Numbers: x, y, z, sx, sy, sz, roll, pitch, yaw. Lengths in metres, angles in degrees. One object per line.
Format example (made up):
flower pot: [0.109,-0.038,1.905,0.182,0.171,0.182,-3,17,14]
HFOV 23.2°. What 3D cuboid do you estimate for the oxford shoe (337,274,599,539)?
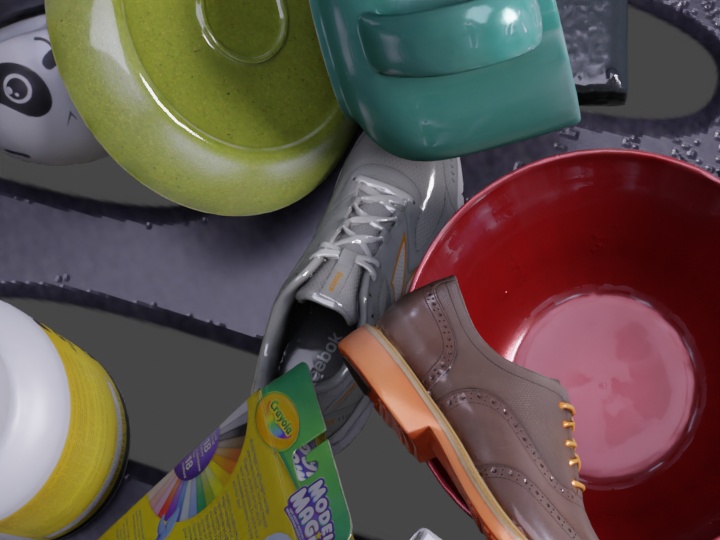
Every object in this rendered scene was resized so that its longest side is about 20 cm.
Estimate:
oxford shoe: [0.076,0.088,0.779,0.073,0.071,0.200,-37,76,-7]

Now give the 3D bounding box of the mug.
mug: [0.033,-0.135,0.847,0.113,0.185,0.154,-14,73,7]

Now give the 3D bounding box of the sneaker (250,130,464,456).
sneaker: [0.000,0.000,0.903,0.075,0.092,0.202,18,80,10]

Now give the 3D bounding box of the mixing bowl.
mixing bowl: [0.121,0.051,0.871,0.198,0.108,0.202,-1,77,6]

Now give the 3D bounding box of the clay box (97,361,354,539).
clay box: [-0.069,0.148,0.838,0.200,0.047,0.115,-42,41,23]

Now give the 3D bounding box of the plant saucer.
plant saucer: [-0.067,-0.130,0.905,0.199,0.031,0.202,9,75,-37]

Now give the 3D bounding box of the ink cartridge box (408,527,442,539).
ink cartridge box: [0.047,0.222,0.795,0.145,0.200,0.145,36,84,12]

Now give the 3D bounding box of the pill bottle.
pill bottle: [-0.186,0.073,0.853,0.111,0.200,0.113,-1,78,5]

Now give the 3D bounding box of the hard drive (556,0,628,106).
hard drive: [0.077,-0.190,0.965,0.138,0.033,0.202,0,78,6]

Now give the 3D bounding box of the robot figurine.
robot figurine: [-0.169,-0.157,0.937,0.150,0.124,0.202,-25,73,38]
